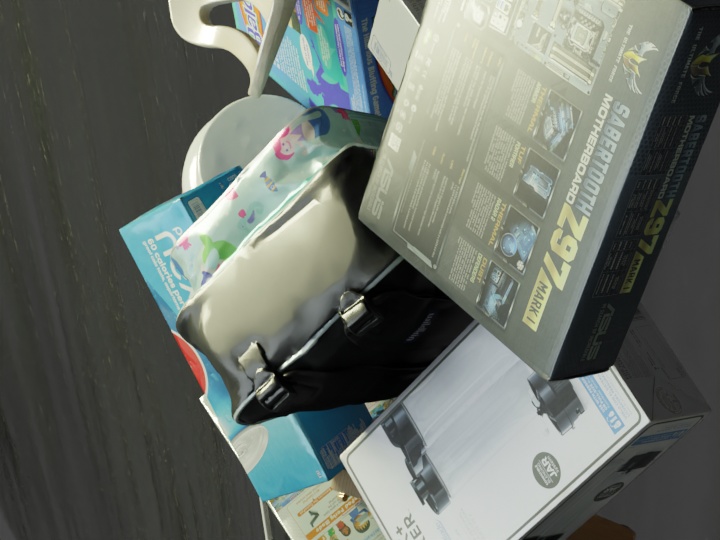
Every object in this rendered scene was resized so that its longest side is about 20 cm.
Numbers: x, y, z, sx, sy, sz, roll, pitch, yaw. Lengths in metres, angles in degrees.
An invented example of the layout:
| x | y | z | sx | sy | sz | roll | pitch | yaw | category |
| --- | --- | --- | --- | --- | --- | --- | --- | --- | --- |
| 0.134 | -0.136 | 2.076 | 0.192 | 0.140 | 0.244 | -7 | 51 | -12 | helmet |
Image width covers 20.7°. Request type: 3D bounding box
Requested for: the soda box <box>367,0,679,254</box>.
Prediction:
| x | y | z | sx | sy | sz | roll | pitch | yaw | category |
| --- | --- | --- | --- | --- | --- | --- | --- | --- | --- |
| 0.083 | -0.078 | 1.055 | 0.201 | 0.068 | 0.064 | 58 | 156 | 23 | soda box |

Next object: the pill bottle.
| x | y | z | sx | sy | sz | roll | pitch | yaw | category |
| --- | --- | --- | --- | --- | --- | --- | --- | --- | --- |
| -0.071 | -0.056 | 1.381 | 0.200 | 0.109 | 0.110 | 126 | 120 | -80 | pill bottle |

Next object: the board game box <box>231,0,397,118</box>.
| x | y | z | sx | sy | sz | roll | pitch | yaw | category |
| --- | --- | --- | --- | --- | --- | --- | --- | --- | --- |
| -0.029 | -0.175 | 1.276 | 0.200 | 0.045 | 0.153 | 44 | 151 | 47 | board game box |

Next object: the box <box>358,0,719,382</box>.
| x | y | z | sx | sy | sz | roll | pitch | yaw | category |
| --- | --- | --- | --- | --- | --- | --- | --- | --- | --- |
| 0.088 | -0.072 | 0.949 | 0.158 | 0.051 | 0.201 | 41 | 125 | 39 | box |

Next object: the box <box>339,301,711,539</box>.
| x | y | z | sx | sy | sz | roll | pitch | yaw | category |
| --- | --- | --- | --- | --- | --- | --- | --- | --- | --- |
| 0.088 | 0.093 | 1.107 | 0.200 | 0.060 | 0.117 | -46 | 64 | 35 | box |

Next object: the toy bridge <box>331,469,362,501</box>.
| x | y | z | sx | sy | sz | roll | pitch | yaw | category |
| --- | --- | --- | --- | --- | --- | --- | --- | --- | --- |
| 0.004 | 0.054 | 1.304 | 0.067 | 0.027 | 0.202 | 12 | 93 | 46 | toy bridge |

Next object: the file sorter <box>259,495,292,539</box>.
| x | y | z | sx | sy | sz | roll | pitch | yaw | category |
| --- | --- | --- | --- | --- | --- | --- | --- | --- | --- |
| 0.025 | 0.212 | 1.452 | 0.200 | 0.124 | 0.139 | 48 | 154 | 41 | file sorter |

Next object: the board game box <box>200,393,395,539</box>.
| x | y | z | sx | sy | sz | roll | pitch | yaw | category |
| --- | --- | --- | --- | --- | --- | --- | --- | --- | --- |
| 0.002 | 0.123 | 1.361 | 0.200 | 0.147 | 0.064 | 54 | -176 | 34 | board game box |

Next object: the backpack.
| x | y | z | sx | sy | sz | roll | pitch | yaw | category |
| --- | --- | --- | --- | --- | --- | --- | --- | --- | --- |
| 0.000 | 0.000 | 1.161 | 0.178 | 0.199 | 0.151 | -44 | 63 | 26 | backpack |

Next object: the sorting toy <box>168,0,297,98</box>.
| x | y | z | sx | sy | sz | roll | pitch | yaw | category |
| --- | --- | --- | --- | --- | --- | --- | --- | --- | --- |
| -0.067 | -0.204 | 1.163 | 0.200 | 0.106 | 0.181 | 42 | 125 | 51 | sorting toy |

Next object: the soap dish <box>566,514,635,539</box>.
| x | y | z | sx | sy | sz | roll | pitch | yaw | category |
| --- | --- | --- | --- | --- | --- | --- | --- | --- | --- |
| 0.101 | 0.221 | 1.252 | 0.156 | 0.081 | 0.201 | 19 | 136 | 24 | soap dish |

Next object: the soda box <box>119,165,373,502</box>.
| x | y | z | sx | sy | sz | roll | pitch | yaw | category |
| --- | --- | --- | --- | --- | --- | --- | --- | --- | --- |
| -0.070 | 0.041 | 1.256 | 0.068 | 0.064 | 0.201 | -22 | 97 | 42 | soda box |
